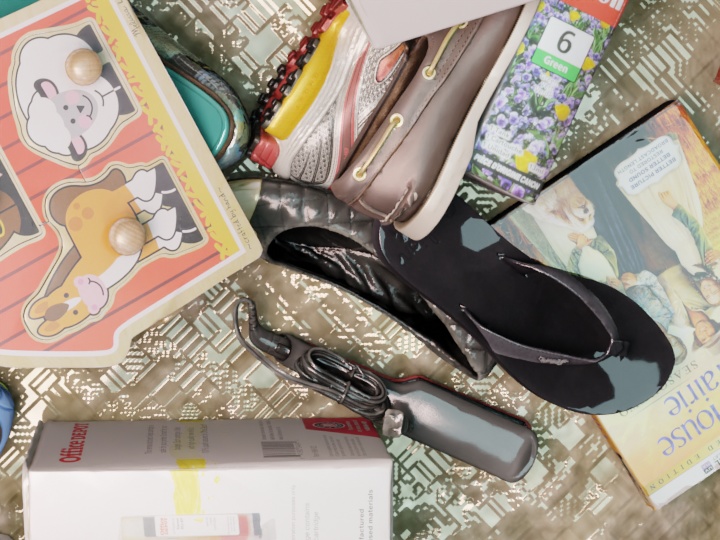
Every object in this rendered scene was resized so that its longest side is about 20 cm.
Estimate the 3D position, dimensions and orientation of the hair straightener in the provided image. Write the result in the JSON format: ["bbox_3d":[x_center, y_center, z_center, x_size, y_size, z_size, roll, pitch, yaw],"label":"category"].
[{"bbox_3d":[0.015,0.068,1.231,0.199,0.077,0.041,29,94,-6],"label":"hair straightener"}]

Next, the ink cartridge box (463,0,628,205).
[{"bbox_3d":[0.110,-0.140,1.204,0.050,0.109,0.201,25,92,-10],"label":"ink cartridge box"}]

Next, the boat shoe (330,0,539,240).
[{"bbox_3d":[0.047,-0.119,1.159,0.059,0.072,0.201,24,86,-15],"label":"boat shoe"}]

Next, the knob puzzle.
[{"bbox_3d":[-0.174,-0.037,1.110,0.218,0.030,0.222,0,90,-17],"label":"knob puzzle"}]

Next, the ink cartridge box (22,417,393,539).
[{"bbox_3d":[-0.086,0.135,1.195,0.198,0.145,0.084,0,96,-4],"label":"ink cartridge box"}]

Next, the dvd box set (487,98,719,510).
[{"bbox_3d":[0.180,0.021,1.264,0.146,0.029,0.201,-32,96,-1],"label":"dvd box set"}]

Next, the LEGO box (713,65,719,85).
[{"bbox_3d":[0.317,-0.174,1.235,0.148,0.077,0.201,23,93,-6],"label":"LEGO box"}]

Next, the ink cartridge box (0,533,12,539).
[{"bbox_3d":[-0.274,0.190,1.157,0.144,0.200,0.088,14,97,-7],"label":"ink cartridge box"}]

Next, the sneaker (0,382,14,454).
[{"bbox_3d":[-0.300,0.076,1.209,0.198,0.071,0.083,17,87,-9],"label":"sneaker"}]

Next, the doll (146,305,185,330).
[{"bbox_3d":[-0.172,-0.053,1.194,0.136,0.049,0.200,-24,109,39],"label":"doll"}]

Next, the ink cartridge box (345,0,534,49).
[{"bbox_3d":[0.053,-0.229,1.133,0.144,0.201,0.085,-16,136,13],"label":"ink cartridge box"}]

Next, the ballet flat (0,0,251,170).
[{"bbox_3d":[-0.142,-0.122,1.204,0.200,0.074,0.074,42,91,11],"label":"ballet flat"}]

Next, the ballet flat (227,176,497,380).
[{"bbox_3d":[0.000,0.000,1.226,0.199,0.066,0.057,24,60,-9],"label":"ballet flat"}]

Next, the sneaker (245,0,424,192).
[{"bbox_3d":[0.015,-0.133,1.223,0.082,0.078,0.201,32,98,-15],"label":"sneaker"}]

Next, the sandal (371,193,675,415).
[{"bbox_3d":[0.094,0.023,1.207,0.199,0.043,0.076,30,85,-15],"label":"sandal"}]
